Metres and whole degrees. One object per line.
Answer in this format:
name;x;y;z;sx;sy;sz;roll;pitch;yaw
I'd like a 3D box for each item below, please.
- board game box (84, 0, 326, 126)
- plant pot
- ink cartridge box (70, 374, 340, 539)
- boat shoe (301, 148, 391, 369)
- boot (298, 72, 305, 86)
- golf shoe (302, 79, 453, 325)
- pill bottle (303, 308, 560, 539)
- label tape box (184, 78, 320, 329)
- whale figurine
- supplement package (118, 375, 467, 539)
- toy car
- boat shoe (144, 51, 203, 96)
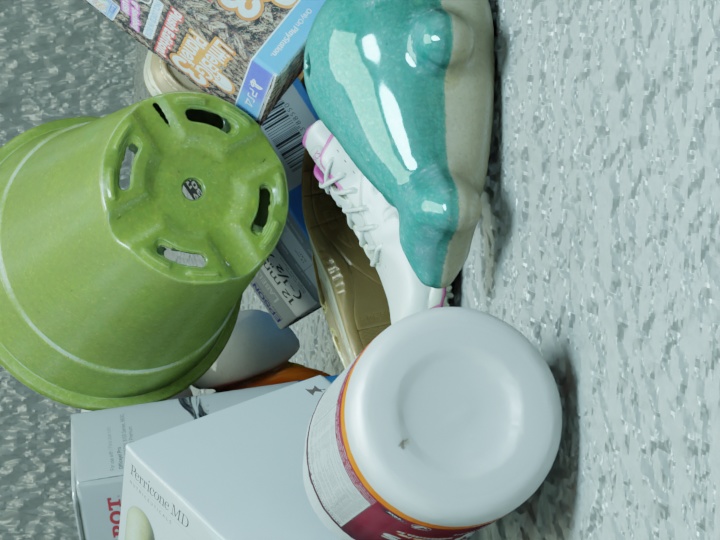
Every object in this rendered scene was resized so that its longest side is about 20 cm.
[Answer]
board game box;-0.089;-0.217;1.675;0.160;0.200;0.097;-53;-2;-18
plant pot;-0.134;-0.029;1.721;0.190;0.200;0.201;146;126;-62
ink cartridge box;-0.082;0.157;1.781;0.084;0.200;0.145;-105;8;-57
boat shoe;0.000;0.000;1.744;0.069;0.074;0.200;109;153;-62
boot;-0.025;-0.138;1.943;0.200;0.074;0.155;111;164;-49
golf shoe;0.010;-0.047;1.676;0.075;0.091;0.200;117;152;-64
pill bottle;0.030;0.091;1.441;0.200;0.109;0.110;128;142;-74
label tape box;-0.062;-0.038;1.879;0.143;0.066;0.200;56;154;1
whale figurine;0.022;-0.088;1.569;0.159;0.104;0.200;106;163;-53
supplement package;-0.047;0.200;1.640;0.152;0.150;0.200;38;133;38
toy car;-0.088;0.135;1.920;0.150;0.200;0.175;9;123;67
boat shoe;-0.071;-0.187;1.871;0.200;0.074;0.069;-50;2;-29
